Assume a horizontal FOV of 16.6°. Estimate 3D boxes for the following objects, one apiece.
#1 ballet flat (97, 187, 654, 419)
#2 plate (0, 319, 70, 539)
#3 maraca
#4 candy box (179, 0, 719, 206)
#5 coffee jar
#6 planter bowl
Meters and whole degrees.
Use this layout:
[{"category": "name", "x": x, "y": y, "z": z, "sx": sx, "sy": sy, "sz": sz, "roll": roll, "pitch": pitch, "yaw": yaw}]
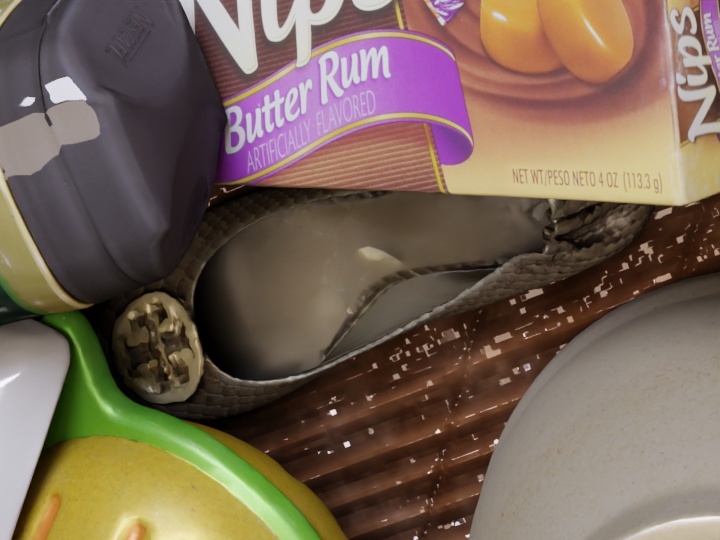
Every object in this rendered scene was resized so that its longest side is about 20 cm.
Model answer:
[{"category": "ballet flat", "x": 0.000, "y": 0.000, "z": 0.786, "sx": 0.199, "sy": 0.046, "sz": 0.068, "roll": -18, "pitch": 95, "yaw": 19}, {"category": "plate", "x": -0.200, "y": 0.087, "z": 0.807, "sx": 0.200, "sy": 0.032, "sz": 0.200, "roll": 19, "pitch": 92, "yaw": 37}, {"category": "maraca", "x": -0.069, "y": 0.098, "z": 0.795, "sx": 0.200, "sy": 0.107, "sz": 0.137, "roll": 47, "pitch": 127, "yaw": 8}, {"category": "candy box", "x": 0.022, "y": -0.083, "z": 0.715, "sx": 0.200, "sy": 0.056, "sz": 0.117, "roll": 5, "pitch": 106, "yaw": 41}, {"category": "coffee jar", "x": -0.141, "y": -0.021, "z": 0.730, "sx": 0.199, "sy": 0.104, "sz": 0.086, "roll": -16, "pitch": 112, "yaw": 17}, {"category": "planter bowl", "x": 0.117, "y": 0.109, "z": 0.730, "sx": 0.199, "sy": 0.135, "sz": 0.201, "roll": 3, "pitch": 102, "yaw": 15}]
